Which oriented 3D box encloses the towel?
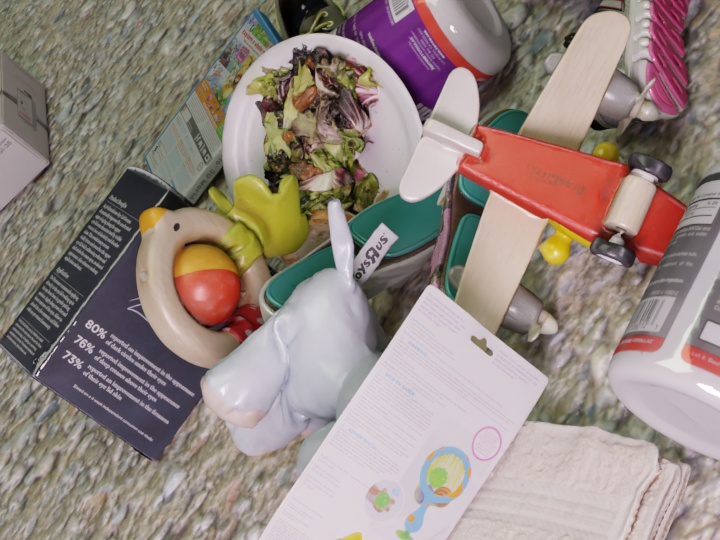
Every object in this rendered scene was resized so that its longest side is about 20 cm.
[{"bbox_3d":[0.110,0.161,1.060,0.199,0.034,0.133,0,57,52],"label":"towel"}]

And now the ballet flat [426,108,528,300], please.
[{"bbox_3d":[0.083,-0.034,1.274,0.071,0.069,0.201,-39,28,54],"label":"ballet flat"}]

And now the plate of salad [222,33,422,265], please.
[{"bbox_3d":[-0.037,-0.094,1.386,0.199,0.201,0.048,-28,-6,32],"label":"plate of salad"}]

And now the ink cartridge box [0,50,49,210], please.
[{"bbox_3d":[-0.460,-0.156,2.053,0.146,0.083,0.201,-41,33,15],"label":"ink cartridge box"}]

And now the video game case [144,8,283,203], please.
[{"bbox_3d":[-0.144,-0.159,1.699,0.200,0.018,0.143,-51,31,13],"label":"video game case"}]

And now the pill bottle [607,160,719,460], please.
[{"bbox_3d":[0.236,0.004,0.985,0.115,0.116,0.201,7,63,54],"label":"pill bottle"}]

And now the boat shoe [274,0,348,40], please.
[{"bbox_3d":[-0.037,-0.221,1.608,0.072,0.060,0.202,-45,32,10],"label":"boat shoe"}]

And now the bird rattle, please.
[{"bbox_3d":[-0.111,0.023,1.328,0.112,0.162,0.202,-15,72,46],"label":"bird rattle"}]

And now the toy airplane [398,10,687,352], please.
[{"bbox_3d":[0.128,-0.056,1.161,0.199,0.141,0.201,-24,70,15],"label":"toy airplane"}]

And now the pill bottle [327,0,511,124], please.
[{"bbox_3d":[0.024,-0.171,1.434,0.199,0.112,0.113,-34,35,26],"label":"pill bottle"}]

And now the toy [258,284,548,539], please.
[{"bbox_3d":[0.021,0.120,1.079,0.201,0.115,0.047,-57,27,-9],"label":"toy"}]

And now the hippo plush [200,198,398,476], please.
[{"bbox_3d":[0.004,0.091,1.203,0.200,0.159,0.161,-51,57,9],"label":"hippo plush"}]

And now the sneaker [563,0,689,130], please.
[{"bbox_3d":[0.196,-0.183,1.265,0.087,0.074,0.201,-21,45,33],"label":"sneaker"}]

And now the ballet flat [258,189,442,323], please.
[{"bbox_3d":[0.000,0.000,1.313,0.199,0.070,0.069,-33,22,-30],"label":"ballet flat"}]

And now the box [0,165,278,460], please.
[{"bbox_3d":[-0.189,0.036,1.458,0.201,0.148,0.104,-53,31,-7],"label":"box"}]
